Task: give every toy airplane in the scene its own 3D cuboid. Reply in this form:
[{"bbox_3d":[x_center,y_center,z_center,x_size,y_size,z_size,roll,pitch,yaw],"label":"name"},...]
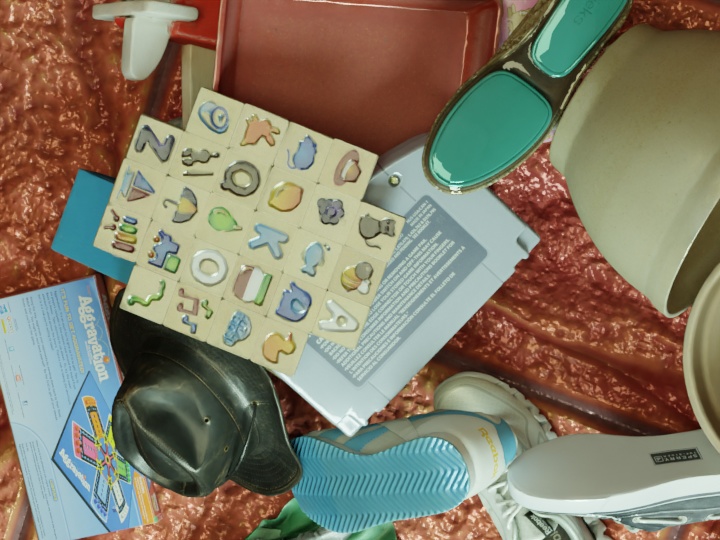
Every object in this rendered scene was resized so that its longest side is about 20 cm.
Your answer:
[{"bbox_3d":[-0.102,-0.179,1.660,0.200,0.141,0.199,-43,105,-13],"label":"toy airplane"}]

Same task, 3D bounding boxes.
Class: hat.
[{"bbox_3d":[-0.139,0.110,1.674,0.201,0.201,0.081,43,60,7],"label":"hat"}]

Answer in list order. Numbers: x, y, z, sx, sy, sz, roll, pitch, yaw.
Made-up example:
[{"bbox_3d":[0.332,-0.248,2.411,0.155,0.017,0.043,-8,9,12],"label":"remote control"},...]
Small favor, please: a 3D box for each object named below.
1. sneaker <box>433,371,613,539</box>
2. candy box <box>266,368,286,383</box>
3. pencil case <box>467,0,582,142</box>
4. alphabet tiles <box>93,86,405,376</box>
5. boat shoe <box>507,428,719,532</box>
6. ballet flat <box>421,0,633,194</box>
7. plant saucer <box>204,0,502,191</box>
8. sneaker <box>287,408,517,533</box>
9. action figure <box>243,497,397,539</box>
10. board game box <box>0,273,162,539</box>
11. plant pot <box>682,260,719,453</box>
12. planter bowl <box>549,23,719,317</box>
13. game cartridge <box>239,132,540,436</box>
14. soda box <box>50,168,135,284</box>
[{"bbox_3d":[0.120,0.162,1.670,0.075,0.081,0.200,-37,85,17],"label":"sneaker"},{"bbox_3d":[0.000,0.000,1.696,0.115,0.055,0.200,33,102,9],"label":"candy box"},{"bbox_3d":[0.112,-0.187,1.636,0.086,0.083,0.201,-6,95,28],"label":"pencil case"},{"bbox_3d":[-0.078,-0.027,1.568,0.199,0.006,0.167,22,98,5],"label":"alphabet tiles"},{"bbox_3d":[0.204,0.158,1.635,0.199,0.072,0.068,-7,128,-8],"label":"boat shoe"},{"bbox_3d":[0.116,-0.131,1.567,0.071,0.065,0.200,43,88,-5],"label":"ballet flat"},{"bbox_3d":[-0.009,-0.107,1.603,0.199,0.037,0.200,3,105,-10],"label":"plant saucer"},{"bbox_3d":[0.026,0.144,1.656,0.200,0.081,0.077,-6,102,44],"label":"sneaker"},{"bbox_3d":[-0.066,0.235,1.740,0.200,0.055,0.118,-24,89,18],"label":"action figure"},{"bbox_3d":[-0.228,0.110,1.784,0.103,0.019,0.201,-13,92,17],"label":"board game box"},{"bbox_3d":[0.334,0.058,1.592,0.200,0.093,0.202,2,95,21],"label":"plant pot"},{"bbox_3d":[0.217,-0.087,1.568,0.135,0.200,0.201,36,103,17],"label":"planter bowl"},{"bbox_3d":[0.014,0.005,1.601,0.133,0.042,0.200,43,95,-14],"label":"game cartridge"},{"bbox_3d":[-0.132,-0.010,1.689,0.200,0.064,0.068,23,95,32],"label":"soda box"}]
